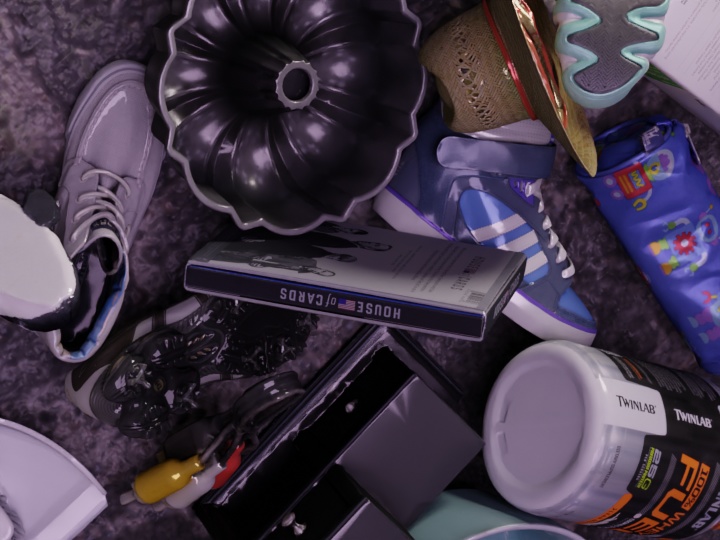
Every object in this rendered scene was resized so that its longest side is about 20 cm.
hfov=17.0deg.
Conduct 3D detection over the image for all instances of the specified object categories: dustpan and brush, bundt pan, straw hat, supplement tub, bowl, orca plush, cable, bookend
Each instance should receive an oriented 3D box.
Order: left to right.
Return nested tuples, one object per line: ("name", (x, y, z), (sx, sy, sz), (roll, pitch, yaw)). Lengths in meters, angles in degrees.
("dustpan and brush", (-0.285, 0.130, 1.626), (0.139, 0.057, 0.200), (-43, 92, -1))
("orca plush", (-0.258, -0.006, 1.572), (0.071, 0.199, 0.106), (84, 31, -52))
("cable", (-0.080, 0.116, 1.632), (0.097, 0.200, 0.051), (-10, 77, -39))
("bundt pan", (-0.059, -0.129, 1.612), (0.201, 0.076, 0.204), (-8, 106, -28))
("bookend", (0.002, 0.150, 1.643), (0.199, 0.200, 0.092), (-46, 111, -1))
("bowl", (0.070, 0.235, 1.718), (0.199, 0.105, 0.202), (-12, 124, -18))
("straw hat", (0.085, -0.135, 1.599), (0.085, 0.201, 0.202), (-22, 109, 12))
("supplement tub", (0.192, 0.124, 1.712), (0.199, 0.122, 0.123), (14, 99, -41))

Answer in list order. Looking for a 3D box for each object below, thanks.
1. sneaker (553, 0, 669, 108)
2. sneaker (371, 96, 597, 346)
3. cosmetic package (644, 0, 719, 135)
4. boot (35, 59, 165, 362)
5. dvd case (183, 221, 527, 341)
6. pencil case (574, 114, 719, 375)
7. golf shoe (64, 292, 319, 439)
("sneaker", (0.158, -0.188, 1.643), (0.077, 0.140, 0.201), (15, 72, -9))
("sneaker", (0.121, -0.049, 1.693), (0.199, 0.081, 0.147), (36, 95, -15))
("cosmetic package", (0.268, -0.142, 1.702), (0.199, 0.108, 0.085), (36, 91, -19))
("boot", (-0.168, -0.037, 1.604), (0.073, 0.096, 0.202), (12, 99, -19))
("dvd case", (0.000, 0.000, 1.592), (0.198, 0.150, 0.025), (11, 107, 12))
("pencil case", (0.235, -0.023, 1.734), (0.087, 0.078, 0.201), (-33, 111, 4))
("golf shoe", (-0.115, 0.044, 1.635), (0.199, 0.094, 0.078), (-26, 111, -39))
